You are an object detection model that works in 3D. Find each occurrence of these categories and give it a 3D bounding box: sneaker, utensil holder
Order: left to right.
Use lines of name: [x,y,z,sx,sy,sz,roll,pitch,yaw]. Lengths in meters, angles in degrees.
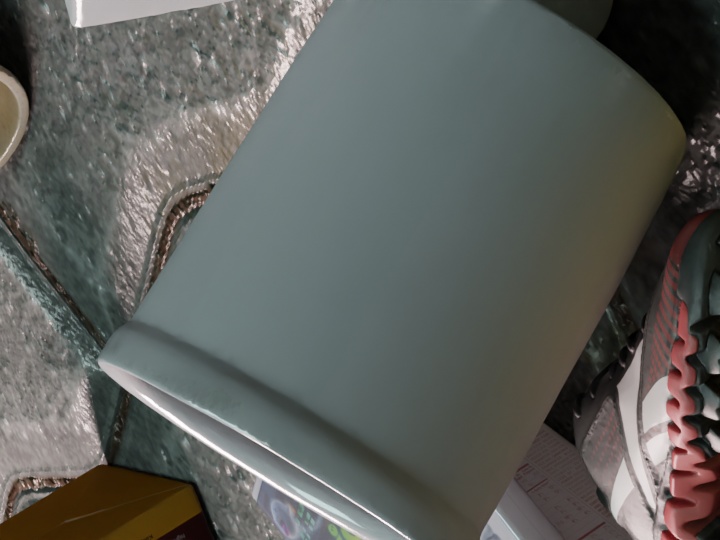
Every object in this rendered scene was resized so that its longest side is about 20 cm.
utensil holder: [0.017,-0.004,0.978,0.169,0.201,0.170,30,172,5]
sneaker: [0.133,0.049,1.026,0.098,0.071,0.201,34,143,36]

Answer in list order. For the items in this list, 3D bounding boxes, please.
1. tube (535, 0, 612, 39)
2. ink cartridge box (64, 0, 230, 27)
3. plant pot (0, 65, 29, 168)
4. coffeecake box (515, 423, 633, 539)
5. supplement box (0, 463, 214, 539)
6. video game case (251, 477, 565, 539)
tube: [0.026,-0.130,1.058,0.199,0.052,0.058,20,132,50]
ink cartridge box: [-0.093,-0.216,0.964,0.200,0.085,0.148,99,157,-57]
plant pot: [-0.333,-0.140,1.513,0.184,0.199,0.201,62,154,21]
coffeecake box: [0.111,0.180,1.178,0.200,0.073,0.154,36,144,39]
supplement box: [-0.182,0.268,1.604,0.132,0.197,0.201,4,119,57]
video game case: [0.019,0.123,1.178,0.182,0.023,0.200,51,150,22]
